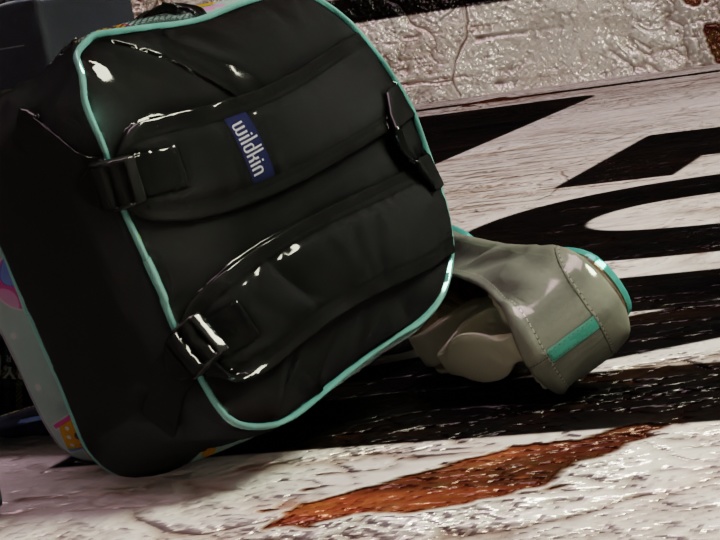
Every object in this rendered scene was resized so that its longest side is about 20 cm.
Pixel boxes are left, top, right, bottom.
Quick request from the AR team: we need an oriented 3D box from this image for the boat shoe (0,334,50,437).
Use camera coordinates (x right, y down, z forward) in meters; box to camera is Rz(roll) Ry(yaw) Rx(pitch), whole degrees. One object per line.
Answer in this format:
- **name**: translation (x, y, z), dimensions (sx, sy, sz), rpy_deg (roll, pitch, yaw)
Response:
- **boat shoe**: translation (-0.196, 0.040, 0.954), dimensions (0.200, 0.084, 0.069), rpy_deg (-9, -4, 20)

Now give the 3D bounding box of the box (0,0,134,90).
- **box**: translation (-0.182, -0.035, 1.052), dimensions (0.148, 0.200, 0.104), rpy_deg (-6, 8, 20)

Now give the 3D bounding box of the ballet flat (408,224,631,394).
- **ballet flat**: translation (0.051, 0.018, 0.931), dimensions (0.064, 0.067, 0.200), rpy_deg (-41, 14, -13)

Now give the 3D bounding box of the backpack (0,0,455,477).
- **backpack**: translation (-0.061, -0.021, 0.877), dimensions (0.153, 0.176, 0.200), rpy_deg (-23, 4, 45)

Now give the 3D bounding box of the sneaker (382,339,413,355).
- **sneaker**: translation (0.000, 0.000, 1.052), dimensions (0.076, 0.077, 0.200), rpy_deg (-5, 10, 15)

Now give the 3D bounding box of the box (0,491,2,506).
- **box**: translation (-0.257, 0.094, 0.799), dimensions (0.200, 0.038, 0.137), rpy_deg (-5, 8, 26)
